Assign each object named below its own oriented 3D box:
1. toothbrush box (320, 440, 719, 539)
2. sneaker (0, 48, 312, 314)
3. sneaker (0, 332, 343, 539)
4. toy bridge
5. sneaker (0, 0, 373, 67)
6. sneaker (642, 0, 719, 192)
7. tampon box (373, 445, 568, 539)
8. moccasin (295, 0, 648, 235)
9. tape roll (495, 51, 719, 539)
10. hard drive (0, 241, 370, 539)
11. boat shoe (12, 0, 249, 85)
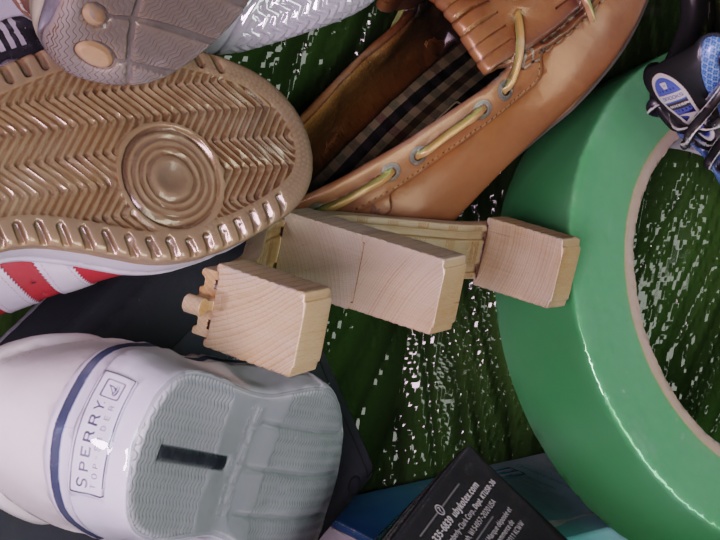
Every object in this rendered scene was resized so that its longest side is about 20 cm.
[{"bbox_3d":[0.078,0.155,0.942,0.199,0.085,0.147,-10,109,-35],"label":"toothbrush box"},{"bbox_3d":[-0.117,-0.005,0.687,0.199,0.112,0.071,-14,74,-30],"label":"sneaker"},{"bbox_3d":[-0.059,0.051,0.707,0.200,0.071,0.073,43,66,-69],"label":"sneaker"},{"bbox_3d":[0.000,0.000,0.758,0.200,0.067,0.027,-10,115,-60],"label":"toy bridge"},{"bbox_3d":[-0.097,-0.113,0.728,0.199,0.075,0.115,-16,98,-17],"label":"sneaker"},{"bbox_3d":[0.143,-0.047,0.859,0.089,0.079,0.201,3,72,-28],"label":"sneaker"},{"bbox_3d":[-0.003,0.187,0.774,0.200,0.126,0.150,-47,179,29],"label":"tampon box"},{"bbox_3d":[0.035,-0.083,0.844,0.201,0.074,0.078,-44,137,-6],"label":"moccasin"},{"bbox_3d":[0.145,0.014,0.915,0.200,0.048,0.201,11,70,-33],"label":"tape roll"},{"bbox_3d":[-0.083,0.080,0.771,0.200,0.033,0.140,-47,129,-35],"label":"hard drive"},{"bbox_3d":[-0.028,-0.144,0.650,0.200,0.072,0.076,-44,142,-1],"label":"boat shoe"}]
